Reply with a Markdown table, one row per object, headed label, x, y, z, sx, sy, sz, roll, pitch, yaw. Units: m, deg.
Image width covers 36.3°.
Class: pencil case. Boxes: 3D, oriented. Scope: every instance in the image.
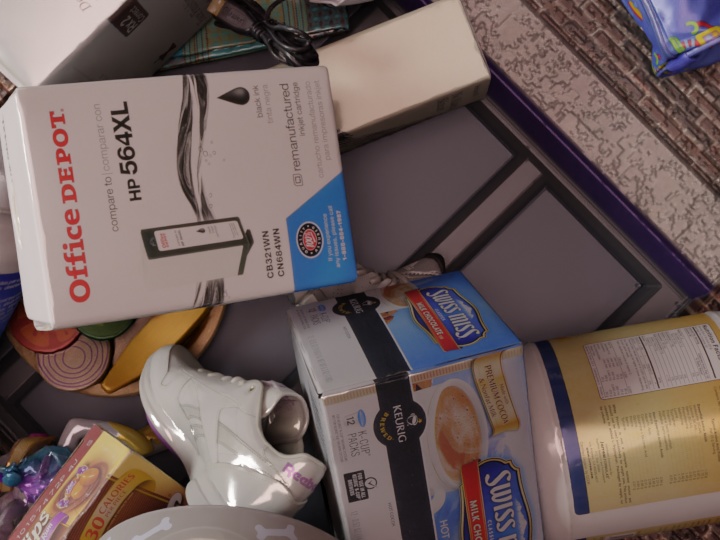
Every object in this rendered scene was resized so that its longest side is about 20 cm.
| label | x | y | z | sx | sy | sz | roll | pitch | yaw |
| --- | --- | --- | --- | --- | --- | --- | --- | --- | --- |
| pencil case | 0.209 | -0.238 | 0.809 | 0.087 | 0.078 | 0.200 | -27 | 87 | -28 |

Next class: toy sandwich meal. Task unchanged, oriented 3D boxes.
| label | x | y | z | sx | sy | sz | roll | pitch | yaw |
| --- | --- | --- | --- | --- | --- | --- | --- | --- | --- |
| toy sandwich meal | -0.188 | -0.001 | 0.826 | 0.205 | 0.070 | 0.206 | 0 | 88 | 3 |

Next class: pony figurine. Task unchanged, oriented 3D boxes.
| label | x | y | z | sx | sy | sz | roll | pitch | yaw |
| --- | --- | --- | --- | --- | --- | --- | --- | --- | --- |
| pony figurine | -0.237 | 0.187 | 0.796 | 0.200 | 0.167 | 0.193 | 4 | 89 | -19 |

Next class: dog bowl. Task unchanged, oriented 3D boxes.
| label | x | y | z | sx | sy | sz | roll | pitch | yaw |
| --- | --- | --- | --- | --- | --- | --- | --- | --- | --- |
| dog bowl | -0.081 | 0.211 | 0.659 | 0.200 | 0.200 | 0.059 | 1 | 46 | 3 |

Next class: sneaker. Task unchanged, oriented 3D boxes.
| label | x | y | z | sx | sy | sz | roll | pitch | yaw |
| --- | --- | --- | --- | --- | --- | --- | --- | --- | --- |
| sneaker | -0.083 | 0.103 | 0.740 | 0.100 | 0.200 | 0.075 | -46 | 132 | 4 |
| sneaker | 0.000 | 0.000 | 0.823 | 0.115 | 0.075 | 0.200 | -32 | 97 | -3 |

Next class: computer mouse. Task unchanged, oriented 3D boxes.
| label | x | y | z | sx | sy | sz | roll | pitch | yaw |
| --- | --- | --- | --- | --- | --- | --- | --- | --- | --- |
| computer mouse | -0.012 | -0.209 | 0.804 | 0.110 | 0.044 | 0.200 | 28 | 54 | 37 |

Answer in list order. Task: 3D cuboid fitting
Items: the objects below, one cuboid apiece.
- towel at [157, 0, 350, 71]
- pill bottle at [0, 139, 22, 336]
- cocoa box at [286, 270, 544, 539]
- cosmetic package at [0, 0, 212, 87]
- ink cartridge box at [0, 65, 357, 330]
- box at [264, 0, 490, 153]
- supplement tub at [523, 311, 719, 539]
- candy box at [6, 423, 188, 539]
| label | x | y | z | sx | sy | sz | roll | pitch | yaw |
| --- | --- | --- | --- | --- | --- | --- | --- | --- | --- |
| towel | -0.117 | -0.237 | 0.854 | 0.200 | 0.022 | 0.147 | -10 | 89 | 2 |
| pill bottle | -0.287 | -0.013 | 0.775 | 0.112 | 0.112 | 0.200 | 37 | 117 | 3 |
| cocoa box | 0.039 | 0.123 | 0.741 | 0.131 | 0.133 | 0.200 | -13 | 113 | -8 |
| cosmetic package | -0.190 | -0.232 | 0.764 | 0.200 | 0.165 | 0.165 | -45 | 89 | 1 |
| ink cartridge box | -0.116 | -0.047 | 0.704 | 0.200 | 0.084 | 0.146 | -10 | 93 | -24 |
| box | -0.008 | -0.130 | 0.817 | 0.200 | 0.082 | 0.068 | -21 | 87 | 3 |
| supplement tub | 0.211 | 0.108 | 0.768 | 0.200 | 0.144 | 0.145 | -10 | 88 | 2 |
| candy box | -0.141 | 0.208 | 0.756 | 0.117 | 0.056 | 0.200 | -54 | 129 | -14 |
